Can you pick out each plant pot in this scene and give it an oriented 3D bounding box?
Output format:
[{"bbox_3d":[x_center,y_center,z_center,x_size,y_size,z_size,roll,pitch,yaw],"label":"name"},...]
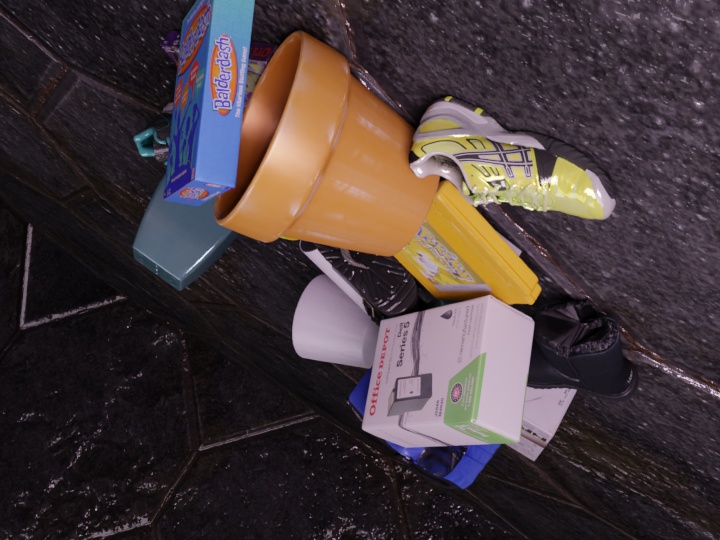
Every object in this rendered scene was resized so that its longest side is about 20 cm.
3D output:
[{"bbox_3d":[-0.026,-0.106,0.855,0.181,0.204,0.199,23,168,-21],"label":"plant pot"},{"bbox_3d":[-0.255,-0.081,1.301,0.140,0.202,0.141,34,163,-5],"label":"plant pot"}]

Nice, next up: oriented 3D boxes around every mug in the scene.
[{"bbox_3d":[-0.008,0.089,1.477,0.151,0.186,0.152,14,124,26],"label":"mug"}]

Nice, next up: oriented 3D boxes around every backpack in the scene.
[{"bbox_3d":[0.114,0.207,1.192,0.200,0.168,0.163,43,-178,-42],"label":"backpack"}]

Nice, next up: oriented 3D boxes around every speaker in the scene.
[{"bbox_3d":[0.000,0.000,1.254,0.200,0.082,0.081,45,160,-31],"label":"speaker"}]

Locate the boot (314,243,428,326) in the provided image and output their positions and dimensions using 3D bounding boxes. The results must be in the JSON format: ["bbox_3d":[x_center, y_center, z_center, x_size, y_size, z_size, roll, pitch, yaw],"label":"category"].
[{"bbox_3d":[0.011,-0.001,1.159,0.212,0.079,0.158,54,180,18],"label":"boot"}]

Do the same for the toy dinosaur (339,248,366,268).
[{"bbox_3d":[-0.043,-0.096,1.051,0.200,0.077,0.102,45,-171,-3],"label":"toy dinosaur"}]

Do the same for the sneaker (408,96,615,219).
[{"bbox_3d":[0.134,-0.085,0.774,0.197,0.077,0.076,26,160,23],"label":"sneaker"}]

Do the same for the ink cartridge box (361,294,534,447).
[{"bbox_3d":[0.100,0.126,1.008,0.083,0.148,0.198,25,154,-31],"label":"ink cartridge box"}]

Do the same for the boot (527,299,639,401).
[{"bbox_3d":[0.238,0.090,1.048,0.197,0.077,0.168,12,157,36],"label":"boot"}]

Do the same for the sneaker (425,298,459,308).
[{"bbox_3d":[0.120,0.073,1.246,0.090,0.078,0.201,31,161,25],"label":"sneaker"}]

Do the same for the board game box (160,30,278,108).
[{"bbox_3d":[-0.140,-0.223,1.002,0.198,0.033,0.120,20,162,40],"label":"board game box"}]

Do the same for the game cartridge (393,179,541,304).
[{"bbox_3d":[0.095,-0.026,0.973,0.176,0.033,0.199,44,163,-20],"label":"game cartridge"}]

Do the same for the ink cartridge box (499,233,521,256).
[{"bbox_3d":[0.117,-0.022,1.057,0.094,0.037,0.200,37,165,-7],"label":"ink cartridge box"}]

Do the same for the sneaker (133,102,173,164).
[{"bbox_3d":[-0.235,-0.172,1.153,0.198,0.091,0.079,14,132,45],"label":"sneaker"}]

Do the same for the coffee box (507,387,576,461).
[{"bbox_3d":[0.259,0.195,1.242,0.079,0.114,0.201,28,162,14],"label":"coffee box"}]

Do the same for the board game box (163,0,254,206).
[{"bbox_3d":[-0.157,-0.177,0.865,0.044,0.205,0.151,8,173,-23],"label":"board game box"}]

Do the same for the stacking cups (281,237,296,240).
[{"bbox_3d":[-0.127,-0.077,1.283,0.060,0.061,0.199,39,170,-17],"label":"stacking cups"}]
